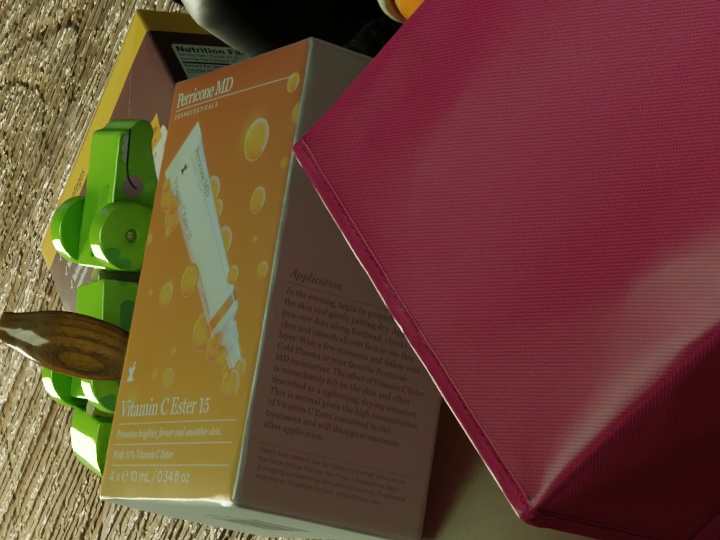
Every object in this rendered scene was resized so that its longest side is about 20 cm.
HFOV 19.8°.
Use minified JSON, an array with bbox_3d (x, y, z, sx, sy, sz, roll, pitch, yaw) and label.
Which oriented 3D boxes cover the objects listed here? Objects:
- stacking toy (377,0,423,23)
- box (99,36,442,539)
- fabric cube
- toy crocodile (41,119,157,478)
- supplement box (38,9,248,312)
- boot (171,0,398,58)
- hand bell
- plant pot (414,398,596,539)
[{"bbox_3d":[0.111,-0.102,0.949,0.200,0.146,0.146,57,137,19],"label":"stacking toy"},{"bbox_3d":[-0.030,0.014,0.918,0.124,0.097,0.201,-9,68,56],"label":"box"},{"bbox_3d":[0.136,-0.028,0.764,0.199,0.200,0.196,-48,52,20],"label":"fabric cube"},{"bbox_3d":[-0.131,0.017,1.125,0.067,0.062,0.201,-2,84,57],"label":"toy crocodile"},{"bbox_3d":[-0.072,-0.011,1.202,0.197,0.133,0.200,-61,42,37],"label":"supplement box"},{"bbox_3d":[-0.006,-0.101,1.031,0.079,0.211,0.158,-40,70,13],"label":"boot"},{"bbox_3d":[-0.088,0.053,1.059,0.104,0.199,0.104,14,-90,-86],"label":"hand bell"},{"bbox_3d":[0.070,0.118,0.965,0.187,0.187,0.200,-47,38,46],"label":"plant pot"}]
